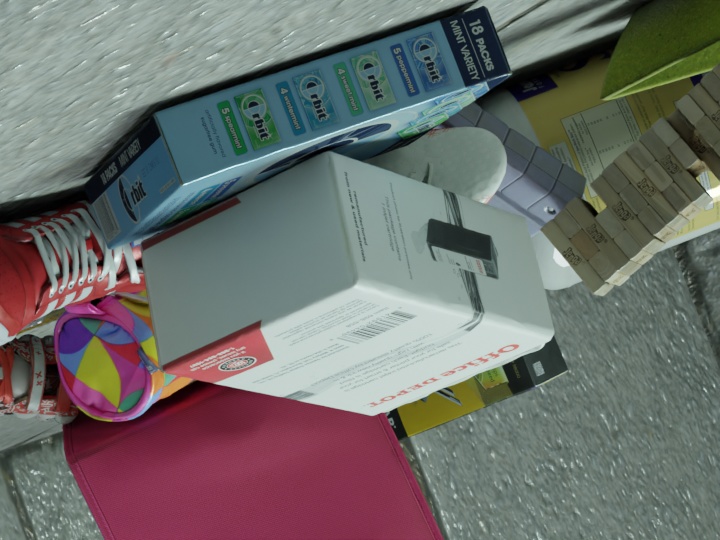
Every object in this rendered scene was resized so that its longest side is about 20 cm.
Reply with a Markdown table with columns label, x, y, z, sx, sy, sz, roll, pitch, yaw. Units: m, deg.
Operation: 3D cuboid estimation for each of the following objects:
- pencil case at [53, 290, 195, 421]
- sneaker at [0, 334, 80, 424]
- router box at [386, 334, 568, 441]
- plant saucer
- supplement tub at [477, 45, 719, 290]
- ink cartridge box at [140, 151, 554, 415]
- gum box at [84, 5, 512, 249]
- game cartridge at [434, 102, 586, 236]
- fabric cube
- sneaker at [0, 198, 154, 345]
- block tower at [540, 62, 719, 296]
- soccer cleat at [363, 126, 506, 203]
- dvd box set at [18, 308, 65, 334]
| label | x | y | z | sx | sy | sz | roll | pitch | yaw |
| --- | --- | --- | --- | --- | --- | --- | --- | --- | --- |
| pencil case | -0.111 | 0.025 | 1.656 | 0.088 | 0.089 | 0.200 | -24 | -175 | 39 |
| sneaker | -0.241 | 0.061 | 1.669 | 0.107 | 0.068 | 0.201 | 2 | 172 | 9 |
| router box | 0.052 | 0.017 | 2.002 | 0.157 | 0.201 | 0.052 | -25 | 177 | 38 |
| plant saucer | 0.271 | -0.180 | 1.640 | 0.199 | 0.048 | 0.199 | -19 | 175 | -38 |
| supplement tub | 0.162 | -0.073 | 1.788 | 0.199 | 0.146 | 0.145 | -21 | 176 | -5 |
| ink cartridge box | -0.005 | 0.013 | 1.479 | 0.144 | 0.084 | 0.200 | -24 | 156 | 31 |
| gum box | -0.038 | -0.077 | 1.427 | 0.199 | 0.045 | 0.170 | -21 | 176 | -22 |
| game cartridge | 0.044 | -0.049 | 1.669 | 0.200 | 0.129 | 0.039 | -36 | -152 | 59 |
| fabric cube | -0.071 | 0.149 | 1.735 | 0.199 | 0.197 | 0.200 | -27 | -170 | -4 |
| sneaker | -0.165 | -0.009 | 1.487 | 0.112 | 0.072 | 0.200 | -18 | -176 | 9 |
| block tower | 0.202 | -0.072 | 1.564 | 0.200 | 0.058 | 0.054 | -41 | 169 | 9 |
| soccer cleat | -0.008 | -0.040 | 1.548 | 0.199 | 0.069 | 0.085 | -17 | 164 | 7 |
| dvd box set | -0.193 | 0.002 | 1.752 | 0.146 | 0.030 | 0.200 | -21 | 175 | -13 |
